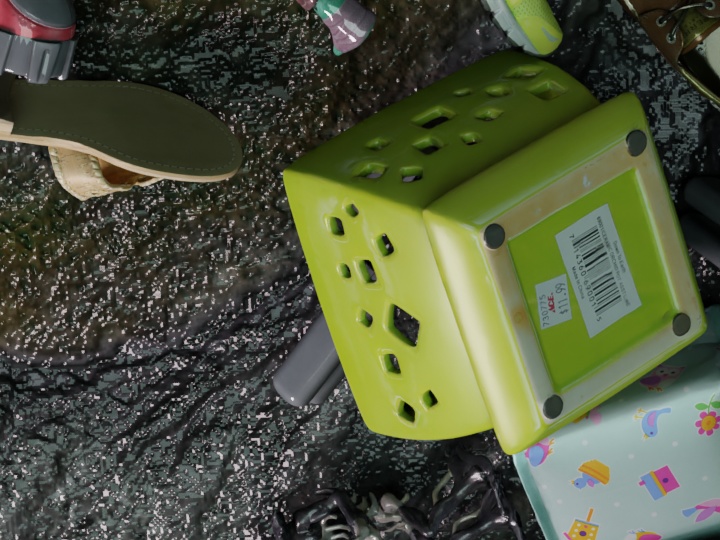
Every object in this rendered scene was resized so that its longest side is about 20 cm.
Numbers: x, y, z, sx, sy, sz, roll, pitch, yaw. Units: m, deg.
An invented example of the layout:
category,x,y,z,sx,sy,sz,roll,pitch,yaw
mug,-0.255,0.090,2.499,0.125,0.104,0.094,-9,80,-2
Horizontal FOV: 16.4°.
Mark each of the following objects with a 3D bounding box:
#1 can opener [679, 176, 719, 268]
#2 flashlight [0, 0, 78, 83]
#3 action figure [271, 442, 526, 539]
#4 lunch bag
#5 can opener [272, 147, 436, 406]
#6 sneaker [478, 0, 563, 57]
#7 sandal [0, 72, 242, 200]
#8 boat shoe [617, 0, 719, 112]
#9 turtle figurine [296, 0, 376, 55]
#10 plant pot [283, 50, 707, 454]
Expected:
category,x,y,z,sx,sy,sz,roll,pitch,yaw
can opener,0.258,-0.007,1.612,0.066,0.200,0.053,2,113,-23
flashlight,-0.197,-0.223,1.599,0.067,0.068,0.201,5,113,-30
action figure,0.012,0.197,1.741,0.199,0.102,0.119,-23,137,5
lunch bag,0.203,0.150,1.717,0.169,0.122,0.201,-17,118,6
can opener,0.000,0.000,1.703,0.067,0.053,0.200,44,109,18
sneaker,0.095,-0.230,1.589,0.090,0.078,0.201,-25,112,2
sandal,-0.187,-0.082,1.660,0.210,0.078,0.070,13,136,-9
boat shoe,0.218,-0.167,1.616,0.200,0.068,0.072,43,107,-14
turtle figurine,-0.063,-0.231,1.581,0.200,0.101,0.150,34,108,-18
plant pot,0.097,-0.008,1.579,0.198,0.181,0.201,-29,112,-25
